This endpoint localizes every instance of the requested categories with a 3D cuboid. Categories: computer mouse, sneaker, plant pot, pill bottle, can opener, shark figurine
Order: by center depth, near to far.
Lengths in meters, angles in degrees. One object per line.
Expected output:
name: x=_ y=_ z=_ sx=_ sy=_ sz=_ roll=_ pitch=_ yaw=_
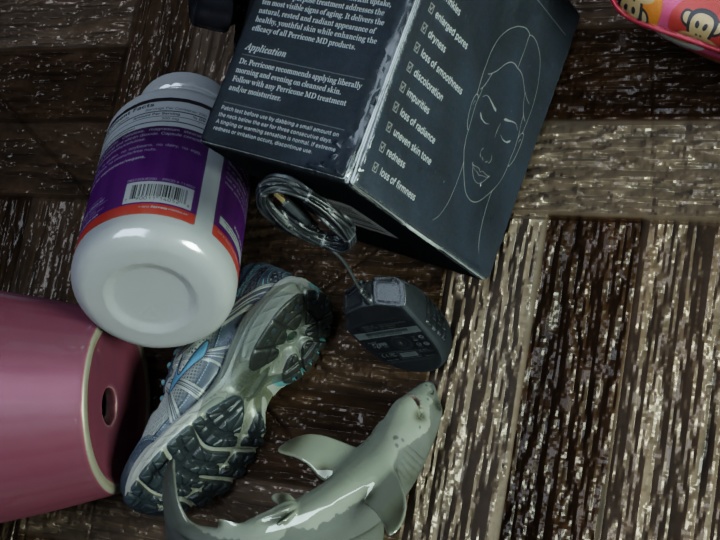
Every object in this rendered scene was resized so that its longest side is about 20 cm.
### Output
computer mouse: x=0.000 y=0.000 z=0.836 sx=0.058 sy=0.200 sz=0.034 roll=-7 pitch=50 yaw=32
shark figurine: x=-0.032 y=0.166 z=0.861 sx=0.212 sy=0.090 sz=0.129 roll=-22 pitch=37 yaw=4
can opener: x=-0.069 y=-0.193 z=0.925 sx=0.078 sy=0.200 sz=0.064 roll=-7 pitch=84 yaw=-18
sneaker: x=-0.103 y=0.082 z=0.943 sx=0.201 sy=0.078 sz=0.086 roll=-51 pitch=46 yaw=-3
pill bottle: x=-0.135 y=-0.050 z=0.944 sx=0.111 sy=0.113 sz=0.201 roll=-22 pitch=39 yaw=21
plant pot: x=-0.255 y=0.097 z=0.955 sx=0.177 sy=0.200 sz=0.202 roll=-2 pitch=72 yaw=11

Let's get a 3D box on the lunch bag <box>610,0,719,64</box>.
lunch bag: x=0.262 y=-0.200 z=0.791 sx=0.199 sy=0.082 sz=0.178 roll=30 pitch=105 yaw=24

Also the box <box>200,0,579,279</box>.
box: x=0.028 y=-0.126 z=0.852 sx=0.123 sy=0.200 sz=0.199 roll=18 pitch=83 yaw=33
